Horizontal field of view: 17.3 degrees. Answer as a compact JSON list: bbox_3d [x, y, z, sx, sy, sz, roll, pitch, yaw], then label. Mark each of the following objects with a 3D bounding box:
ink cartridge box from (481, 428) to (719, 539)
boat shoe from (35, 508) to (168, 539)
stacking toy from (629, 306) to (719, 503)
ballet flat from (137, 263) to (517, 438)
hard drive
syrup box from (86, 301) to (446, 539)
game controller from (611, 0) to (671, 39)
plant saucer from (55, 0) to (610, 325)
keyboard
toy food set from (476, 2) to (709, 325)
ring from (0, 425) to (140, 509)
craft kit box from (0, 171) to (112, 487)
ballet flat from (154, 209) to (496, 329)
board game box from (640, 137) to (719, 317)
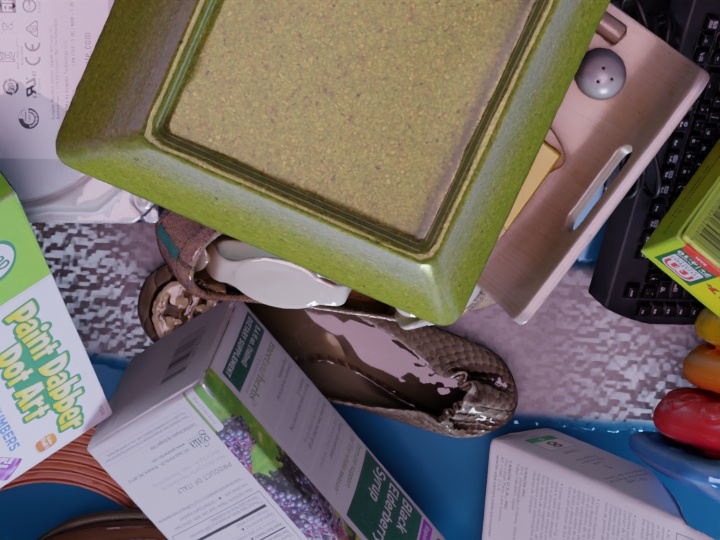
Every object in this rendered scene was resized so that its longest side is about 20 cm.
[{"bbox_3d":[0.138,0.182,1.153,0.200,0.050,0.162,20,111,44],"label":"ink cartridge box"},{"bbox_3d":[-0.172,0.178,1.205,0.199,0.068,0.072,-17,102,7],"label":"boat shoe"},{"bbox_3d":[0.208,0.014,1.146,0.115,0.110,0.201,8,95,-14],"label":"stacking toy"},{"bbox_3d":[-0.017,0.041,1.187,0.199,0.046,0.068,18,105,-1],"label":"ballet flat"},{"bbox_3d":[-0.187,-0.091,1.053,0.199,0.038,0.141,2,105,4],"label":"hard drive"},{"bbox_3d":[-0.036,0.120,1.171,0.081,0.079,0.200,-31,110,28],"label":"syrup box"},{"bbox_3d":[0.062,-0.102,1.133,0.199,0.042,0.105,-13,126,-3],"label":"game controller"},{"bbox_3d":[-0.005,-0.095,1.012,0.199,0.048,0.201,23,100,-10],"label":"plant saucer"},{"bbox_3d":[0.160,-0.062,1.126,0.104,0.040,0.201,4,112,-23],"label":"keyboard"},{"bbox_3d":[0.036,-0.088,1.064,0.200,0.060,0.144,36,98,-4],"label":"toy food set"},{"bbox_3d":[-0.163,0.175,1.248,0.199,0.019,0.202,1,106,3],"label":"ring"},{"bbox_3d":[-0.220,0.057,1.041,0.197,0.200,0.049,-36,61,-13],"label":"craft kit box"},{"bbox_3d":[0.000,0.000,1.142,0.199,0.067,0.068,3,115,-13],"label":"ballet flat"},{"bbox_3d":[0.229,-0.058,1.097,0.101,0.048,0.200,39,75,-7],"label":"board game box"}]
